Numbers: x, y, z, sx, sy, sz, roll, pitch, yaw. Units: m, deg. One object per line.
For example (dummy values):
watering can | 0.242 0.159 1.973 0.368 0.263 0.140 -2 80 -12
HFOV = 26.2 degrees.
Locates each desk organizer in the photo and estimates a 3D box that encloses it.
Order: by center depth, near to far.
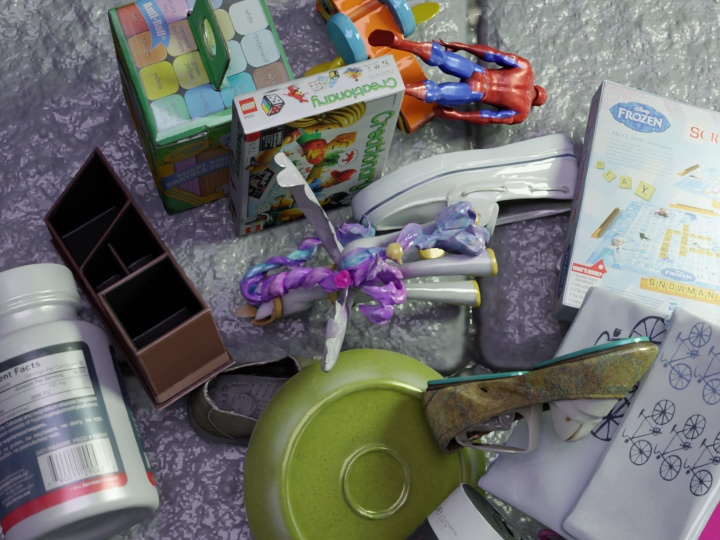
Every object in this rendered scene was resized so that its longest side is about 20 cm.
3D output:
desk organizer | -0.182 0.003 1.212 0.071 0.077 0.200 -31 57 -12

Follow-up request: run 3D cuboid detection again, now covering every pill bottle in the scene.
pill bottle | -0.237 0.105 1.187 0.118 0.120 0.202 -17 73 -8

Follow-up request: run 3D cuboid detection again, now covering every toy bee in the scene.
toy bee | 0.005 -0.215 1.321 0.129 0.109 0.203 -10 97 -14

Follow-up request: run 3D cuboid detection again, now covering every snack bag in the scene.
snack bag | 0.190 0.110 1.113 0.199 0.021 0.190 26 85 50

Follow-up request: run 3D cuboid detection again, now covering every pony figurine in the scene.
pony figurine | 0.000 0.000 1.192 0.197 0.193 0.169 -9 76 -6

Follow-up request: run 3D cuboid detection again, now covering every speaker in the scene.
speaker | 0.035 0.252 1.140 0.200 0.081 0.081 -45 78 6

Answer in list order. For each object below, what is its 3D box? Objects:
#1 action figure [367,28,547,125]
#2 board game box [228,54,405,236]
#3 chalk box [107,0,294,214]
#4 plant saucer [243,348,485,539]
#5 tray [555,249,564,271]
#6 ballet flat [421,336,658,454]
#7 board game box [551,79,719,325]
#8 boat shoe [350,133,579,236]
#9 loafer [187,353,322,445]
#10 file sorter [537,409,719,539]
action figure | 0.085 -0.157 1.276 0.198 0.051 0.066 6 89 -40
board game box | -0.039 -0.094 1.212 0.125 0.200 0.035 -17 72 -11
chalk box | -0.123 -0.148 1.230 0.122 0.200 0.126 -18 73 -8
plant saucer | 0.009 0.162 1.189 0.197 0.031 0.203 0 89 -16
tray | 0.270 0.011 1.290 0.199 0.022 0.108 32 74 7
ballet flat | 0.131 0.097 1.123 0.198 0.070 0.072 -15 68 36
board game box | 0.270 -0.035 1.264 0.198 0.041 0.202 15 72 -3
boat shoe | 0.093 -0.059 1.277 0.198 0.074 0.067 -17 72 -8
loafer | -0.039 0.106 1.221 0.197 0.070 0.076 -3 72 -3
file sorter | 0.220 0.174 1.164 0.124 0.139 0.202 -1 64 42
